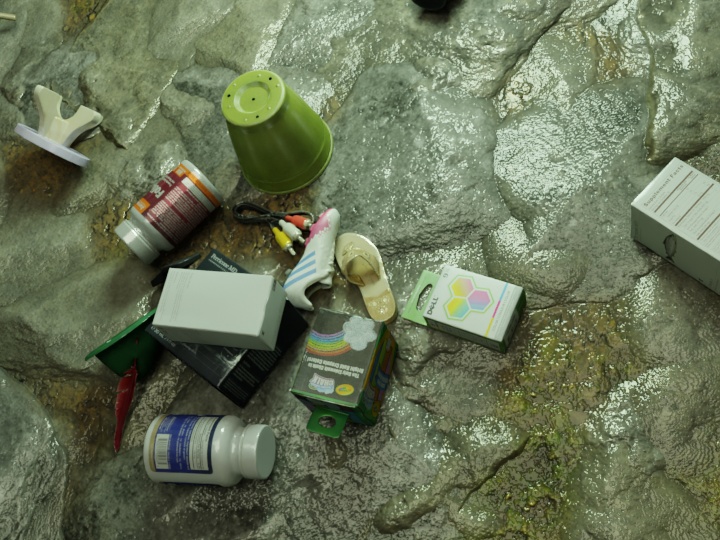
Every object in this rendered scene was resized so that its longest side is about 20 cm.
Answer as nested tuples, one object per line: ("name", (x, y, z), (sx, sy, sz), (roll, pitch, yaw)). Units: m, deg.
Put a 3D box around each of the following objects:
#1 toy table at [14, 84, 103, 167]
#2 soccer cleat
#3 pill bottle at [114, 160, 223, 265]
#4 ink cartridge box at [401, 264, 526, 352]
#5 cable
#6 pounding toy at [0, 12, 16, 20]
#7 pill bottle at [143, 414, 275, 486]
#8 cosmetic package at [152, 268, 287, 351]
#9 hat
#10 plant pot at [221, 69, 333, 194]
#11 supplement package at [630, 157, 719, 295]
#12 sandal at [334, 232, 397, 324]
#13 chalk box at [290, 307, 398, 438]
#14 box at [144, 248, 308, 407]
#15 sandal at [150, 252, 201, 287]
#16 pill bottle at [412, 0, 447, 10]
("toy table", (-0.644, -0.312, 1.895), (0.200, 0.184, 0.117), (26, 91, 17))
("soccer cleat", (-0.073, -0.016, 1.630), (0.086, 0.070, 0.200), (26, 80, 19))
("pill bottle", (-0.380, -0.113, 1.738), (0.200, 0.114, 0.114), (-44, 61, -8))
("ink cartridge box", (0.173, 0.057, 1.518), (0.200, 0.059, 0.104), (18, 71, 24))
("cable", (-0.165, -0.104, 1.705), (0.200, 0.050, 0.097), (32, 74, 27))
("pounding toy", (-0.986, -0.662, 2.163), (0.184, 0.200, 0.142), (-36, 32, -2))
("pill bottle", (-0.253, 0.305, 1.493), (0.200, 0.120, 0.120), (-1, 65, 16))
("cosmetic package", (-0.236, 0.065, 1.489), (0.200, 0.081, 0.113), (7, 67, 18))
("hat", (-0.399, 0.189, 1.637), (0.200, 0.166, 0.176), (-33, 96, 17))
("plant pot", (-0.175, -0.282, 1.714), (0.200, 0.193, 0.201), (-7, 63, 13))
("supplement package", (0.555, -0.068, 1.430), (0.117, 0.117, 0.200), (-46, 61, -8))
("sandal", (0.005, -0.003, 1.593), (0.078, 0.070, 0.212), (-28, 60, 2))
("chalk box", (-0.030, 0.185, 1.483), (0.125, 0.124, 0.200), (11, 70, 21))
("box", (-0.239, 0.103, 1.588), (0.200, 0.124, 0.197), (32, 75, 27))
("sandal", (-0.341, 0.010, 1.648), (0.075, 0.200, 0.045), (-22, 87, -28))
("pill bottle", (0.169, -0.650, 1.835), (0.112, 0.112, 0.200), (13, 69, 22))
